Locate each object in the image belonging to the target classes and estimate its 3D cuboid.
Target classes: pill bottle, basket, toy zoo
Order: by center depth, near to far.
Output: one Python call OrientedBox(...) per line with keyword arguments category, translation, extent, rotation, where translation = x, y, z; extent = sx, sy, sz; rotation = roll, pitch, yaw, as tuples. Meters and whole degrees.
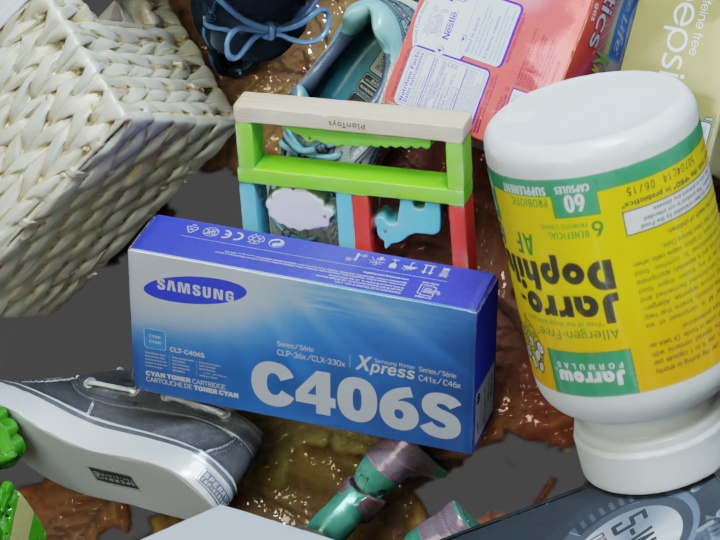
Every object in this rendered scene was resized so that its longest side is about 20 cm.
OrientedBox(category="pill bottle", translation=(0.136, 0.008, 1.328), extent=(0.113, 0.113, 0.200), rotation=(-4, 114, 24))
OrientedBox(category="toy zoo", translation=(0.000, 0.000, 1.421), extent=(0.131, 0.020, 0.200), rotation=(6, 121, 17))
OrientedBox(category="basket", translation=(-0.187, -0.074, 1.498), extent=(0.200, 0.135, 0.123), rotation=(-45, 70, 24))

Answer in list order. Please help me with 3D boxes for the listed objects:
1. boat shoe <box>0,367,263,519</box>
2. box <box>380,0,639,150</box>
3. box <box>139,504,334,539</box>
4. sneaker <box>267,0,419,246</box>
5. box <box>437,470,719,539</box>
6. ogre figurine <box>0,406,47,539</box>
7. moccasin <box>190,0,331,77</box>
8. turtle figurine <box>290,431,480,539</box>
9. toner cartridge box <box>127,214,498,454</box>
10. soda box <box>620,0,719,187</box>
OrientedBox(category="boat shoe", translation=(-0.143, 0.090, 1.508), extent=(0.200, 0.072, 0.068), rotation=(11, 53, 39))
OrientedBox(category="box", translation=(0.103, -0.160, 1.412), extent=(0.102, 0.095, 0.200), rotation=(21, 91, 26))
OrientedBox(category="box", translation=(-0.077, 0.241, 1.318), extent=(0.106, 0.152, 0.200), rotation=(14, 103, 24))
OrientedBox(category="sneaker", translation=(-0.024, -0.069, 1.462), extent=(0.078, 0.086, 0.200), rotation=(26, 94, 25))
OrientedBox(category="box", translation=(0.136, 0.172, 1.275), extent=(0.160, 0.200, 0.044), rotation=(-19, 115, -11))
OrientedBox(category="ogre figurine", translation=(-0.240, 0.188, 1.520), extent=(0.120, 0.098, 0.200), rotation=(-7, 119, 22))
OrientedBox(category="moccasin", translation=(-0.052, -0.150, 1.446), extent=(0.080, 0.200, 0.068), rotation=(-8, 87, -6))
OrientedBox(category="turtle figurine", translation=(-0.028, 0.180, 1.426), extent=(0.200, 0.101, 0.150), rotation=(-38, 73, 7))
OrientedBox(category="toner cartridge box", translation=(-0.027, 0.035, 1.412), extent=(0.200, 0.043, 0.095), rotation=(10, 122, 15))
OrientedBox(category="soda box", translation=(0.192, -0.150, 1.385), extent=(0.064, 0.068, 0.200), rotation=(15, 89, 26))
